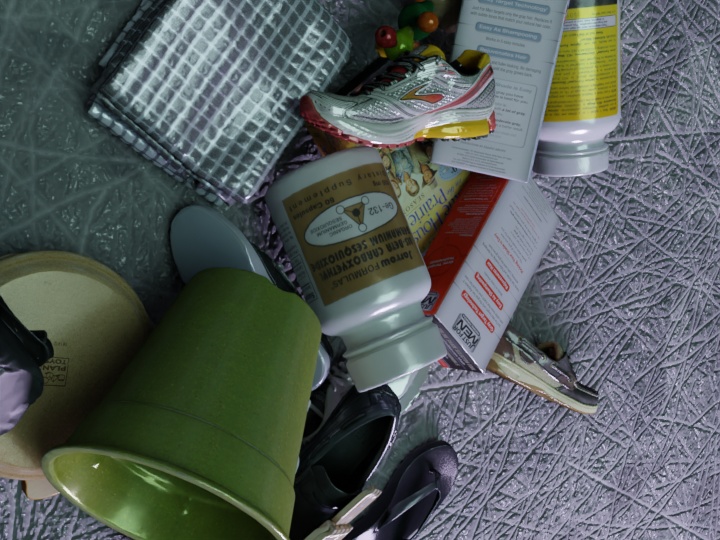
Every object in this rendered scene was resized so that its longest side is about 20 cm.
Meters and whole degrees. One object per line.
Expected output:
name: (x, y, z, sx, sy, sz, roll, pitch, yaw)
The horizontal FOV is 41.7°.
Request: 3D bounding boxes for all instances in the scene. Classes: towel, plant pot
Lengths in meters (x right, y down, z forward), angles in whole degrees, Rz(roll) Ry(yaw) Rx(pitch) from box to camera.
towel: (-0.116, -0.172, 0.806, 0.165, 0.085, 0.201, 39, 77, -34)
plant pot: (-0.114, 0.107, 0.746, 0.200, 0.199, 0.191, 46, 49, -33)

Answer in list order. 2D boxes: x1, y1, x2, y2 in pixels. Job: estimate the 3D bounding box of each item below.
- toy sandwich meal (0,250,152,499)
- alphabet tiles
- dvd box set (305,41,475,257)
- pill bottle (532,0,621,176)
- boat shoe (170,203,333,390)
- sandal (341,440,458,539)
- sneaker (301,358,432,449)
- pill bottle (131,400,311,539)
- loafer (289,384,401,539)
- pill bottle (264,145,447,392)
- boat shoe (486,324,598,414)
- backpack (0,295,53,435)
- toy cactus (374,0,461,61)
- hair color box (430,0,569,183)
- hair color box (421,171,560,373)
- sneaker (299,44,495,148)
toy sandwich meal: (-0.258, 0.080, 0.775, 0.204, 0.070, 0.207, -6, 101, -34)
alphabet tiles: (-0.055, 0.275, 0.900, 0.195, 0.015, 0.200, -41, 166, -6)
dvd box set: (0.043, -0.111, 0.966, 0.146, 0.029, 0.201, -41, 120, -21)
pill bottle: (0.224, -0.208, 1.022, 0.112, 0.112, 0.202, -15, 108, -32)
boat shoe: (-0.093, 0.019, 0.867, 0.074, 0.068, 0.199, -42, 95, 20)
sandal: (0.045, 0.276, 1.046, 0.200, 0.043, 0.076, -46, 122, -19)
sneaker: (-0.002, 0.121, 0.964, 0.081, 0.076, 0.200, 45, 72, -24)
pill bottle: (-0.123, 0.194, 0.865, 0.111, 0.111, 0.201, 29, 83, -36)
loafer: (-0.030, 0.193, 0.894, 0.068, 0.070, 0.201, 31, 101, -18)
pill bottle: (0.000, 0.000, 0.855, 0.114, 0.114, 0.201, -20, 86, -30)
boat shoe: (0.221, 0.116, 1.117, 0.199, 0.073, 0.065, 25, 91, -36)
backpack: (-0.324, 0.026, 0.630, 0.127, 0.200, 0.167, -46, 154, -2)
toy cactus: (0.050, -0.273, 0.896, 0.165, 0.102, 0.202, 31, 51, -57)
hair color box: (0.137, -0.195, 0.912, 0.061, 0.098, 0.202, -42, 144, -73)
hair color box: (0.124, -0.007, 0.973, 0.102, 0.061, 0.201, 49, 60, -34)
sneaker: (0.034, -0.156, 0.826, 0.199, 0.078, 0.083, -13, 116, -33)
